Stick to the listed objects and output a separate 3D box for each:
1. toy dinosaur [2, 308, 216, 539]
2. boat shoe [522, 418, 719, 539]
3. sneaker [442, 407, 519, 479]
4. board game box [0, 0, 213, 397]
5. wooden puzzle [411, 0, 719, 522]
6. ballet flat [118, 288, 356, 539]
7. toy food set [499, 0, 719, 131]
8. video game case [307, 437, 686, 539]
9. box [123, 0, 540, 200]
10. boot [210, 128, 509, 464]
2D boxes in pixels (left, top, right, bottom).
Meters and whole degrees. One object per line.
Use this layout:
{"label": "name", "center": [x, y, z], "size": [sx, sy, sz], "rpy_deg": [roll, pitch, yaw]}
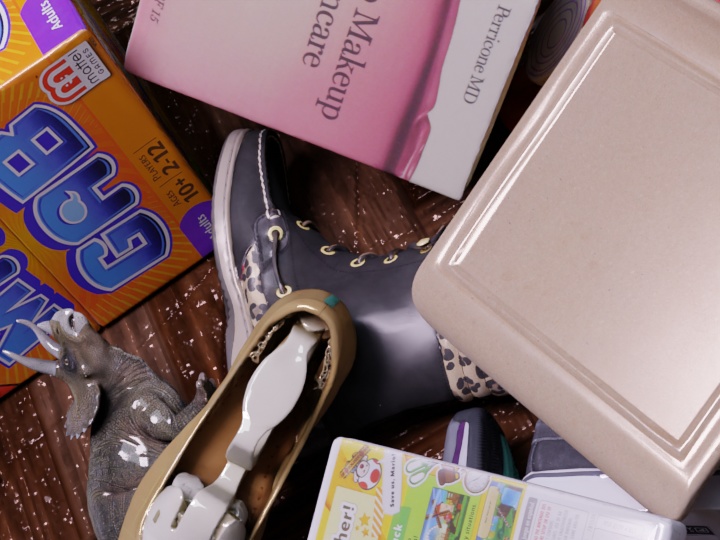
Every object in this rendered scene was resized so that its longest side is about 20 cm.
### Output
{"label": "toy dinosaur", "center": [-0.109, 0.112, 0.898], "size": [0.102, 0.077, 0.201], "rpy_deg": [-14, 88, 17]}
{"label": "boat shoe", "center": [0.173, 0.093, 0.792], "size": [0.199, 0.072, 0.068], "rpy_deg": [-4, 60, 29]}
{"label": "sneaker", "center": [0.031, 0.161, 0.804], "size": [0.087, 0.074, 0.201], "rpy_deg": [-11, 58, 22]}
{"label": "board game box", "center": [-0.229, -0.081, 0.975], "size": [0.199, 0.200, 0.200], "rpy_deg": [-34, 53, -1]}
{"label": "wooden puzzle", "center": [0.133, -0.017, 0.756], "size": [0.185, 0.037, 0.201], "rpy_deg": [40, 104, 38]}
{"label": "ballet flat", "center": [-0.067, 0.096, 0.828], "size": [0.068, 0.063, 0.201], "rpy_deg": [27, 86, 1]}
{"label": "toy food set", "center": [0.129, -0.095, 0.875], "size": [0.201, 0.048, 0.198], "rpy_deg": [-59, 20, 18]}
{"label": "video game case", "center": [0.038, 0.188, 0.741], "size": [0.181, 0.023, 0.201], "rpy_deg": [10, 82, 37]}
{"label": "box", "center": [-0.009, -0.145, 0.906], "size": [0.199, 0.128, 0.109], "rpy_deg": [21, 32, 2]}
{"label": "boot", "center": [0.000, 0.000, 0.912], "size": [0.150, 0.073, 0.201], "rpy_deg": [-14, 60, 15]}
